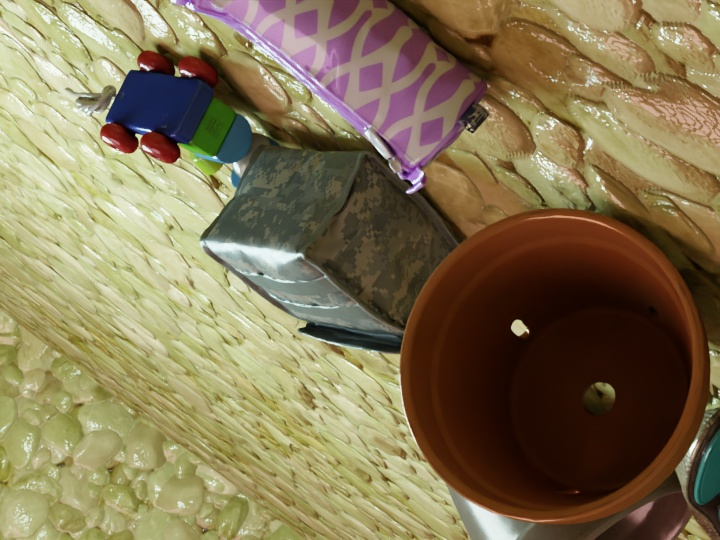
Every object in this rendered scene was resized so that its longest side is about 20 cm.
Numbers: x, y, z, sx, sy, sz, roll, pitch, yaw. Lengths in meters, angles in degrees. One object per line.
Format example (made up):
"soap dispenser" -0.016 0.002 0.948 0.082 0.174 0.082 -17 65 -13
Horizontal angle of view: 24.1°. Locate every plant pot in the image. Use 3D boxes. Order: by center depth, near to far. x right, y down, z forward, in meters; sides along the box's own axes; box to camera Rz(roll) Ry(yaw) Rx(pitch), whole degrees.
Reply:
"plant pot" 0.143 0.074 1.116 0.199 0.201 0.140 29 179 28
"plant pot" 0.153 0.186 1.418 0.175 0.200 0.201 49 171 27

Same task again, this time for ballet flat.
"ballet flat" 0.259 0.148 1.267 0.065 0.070 0.200 44 167 36

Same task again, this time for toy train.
"toy train" -0.157 -0.121 1.415 0.115 0.085 0.199 32 170 -36

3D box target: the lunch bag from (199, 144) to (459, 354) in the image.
"lunch bag" 0.000 0.000 1.329 0.200 0.118 0.164 40 163 -31

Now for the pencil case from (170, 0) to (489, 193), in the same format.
"pencil case" -0.016 -0.136 1.035 0.200 0.086 0.084 39 163 0
